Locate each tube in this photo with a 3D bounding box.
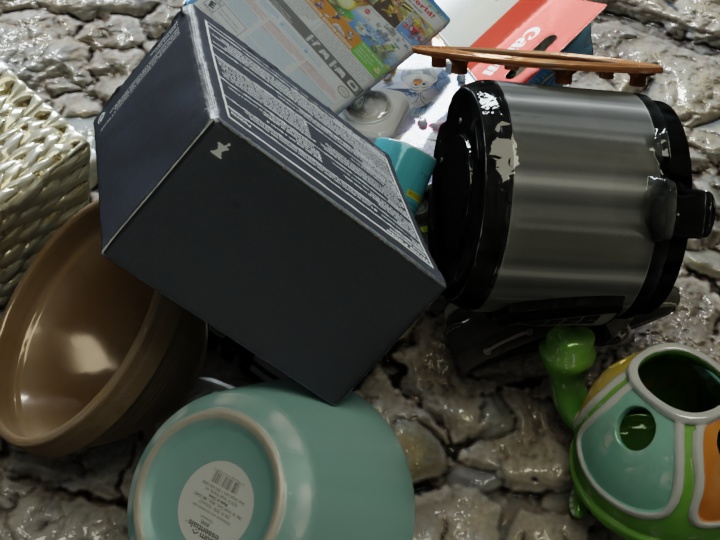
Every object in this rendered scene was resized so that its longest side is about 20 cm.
[{"bbox_3d":[0.000,0.000,1.182,0.050,0.077,0.202,18,85,28],"label":"tube"}]

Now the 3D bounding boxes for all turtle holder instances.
[{"bbox_3d":[0.222,0.114,1.150,0.139,0.133,0.186,-9,42,-9],"label":"turtle holder"}]

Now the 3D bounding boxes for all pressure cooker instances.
[{"bbox_3d":[0.163,-0.051,1.162,0.198,0.179,0.177,3,47,-13],"label":"pressure cooker"}]

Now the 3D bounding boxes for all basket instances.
[{"bbox_3d":[-0.310,-0.047,1.191,0.123,0.136,0.200,34,54,14],"label":"basket"}]

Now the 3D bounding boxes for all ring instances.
[{"bbox_3d":[0.139,-0.161,1.225,0.198,0.019,0.200,3,11,-1],"label":"ring"}]

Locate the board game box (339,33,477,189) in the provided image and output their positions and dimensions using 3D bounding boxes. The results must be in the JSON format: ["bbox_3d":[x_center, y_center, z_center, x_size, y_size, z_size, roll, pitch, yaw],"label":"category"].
[{"bbox_3d":[0.006,-0.137,1.289,0.198,0.026,0.201,-21,50,-14],"label":"board game box"}]

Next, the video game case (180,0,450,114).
[{"bbox_3d":[-0.033,-0.208,1.269,0.143,0.018,0.200,48,56,0],"label":"video game case"}]

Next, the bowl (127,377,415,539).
[{"bbox_3d":[-0.074,0.157,1.020,0.199,0.105,0.203,-10,68,26],"label":"bowl"}]

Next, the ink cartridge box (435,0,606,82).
[{"bbox_3d":[0.095,-0.223,1.384,0.160,0.047,0.199,-43,39,-15],"label":"ink cartridge box"}]

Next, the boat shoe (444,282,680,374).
[{"bbox_3d":[0.165,0.048,1.250,0.198,0.067,0.058,-6,68,-9],"label":"boat shoe"}]

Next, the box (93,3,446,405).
[{"bbox_3d":[-0.069,-0.047,1.046,0.199,0.123,0.199,35,17,-26],"label":"box"}]

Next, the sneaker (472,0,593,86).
[{"bbox_3d":[0.144,-0.166,1.403,0.200,0.090,0.078,-40,40,-12],"label":"sneaker"}]

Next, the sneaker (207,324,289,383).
[{"bbox_3d":[-0.099,0.006,1.234,0.199,0.076,0.116,37,48,6],"label":"sneaker"}]

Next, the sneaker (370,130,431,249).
[{"bbox_3d":[0.043,-0.058,1.297,0.075,0.077,0.201,-16,54,-19],"label":"sneaker"}]

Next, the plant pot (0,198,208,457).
[{"bbox_3d":[-0.176,0.050,1.134,0.092,0.200,0.202,33,39,-36],"label":"plant pot"}]

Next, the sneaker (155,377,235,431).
[{"bbox_3d":[-0.059,0.141,1.125,0.199,0.079,0.079,26,93,31],"label":"sneaker"}]
